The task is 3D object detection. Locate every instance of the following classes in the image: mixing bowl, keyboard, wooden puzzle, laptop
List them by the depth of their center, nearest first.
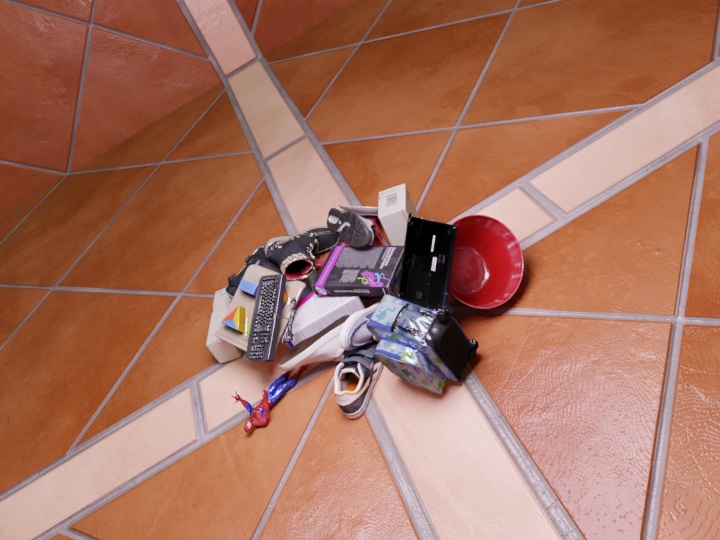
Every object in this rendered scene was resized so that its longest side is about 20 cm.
[{"bbox_3d":[0.141,-0.022,1.427,0.197,0.182,0.102,15,13,42],"label":"laptop"},{"bbox_3d":[0.246,-0.009,1.459,0.200,0.201,0.108,-42,-1,-16],"label":"mixing bowl"},{"bbox_3d":[-0.196,0.104,1.496,0.124,0.021,0.205,-4,68,27],"label":"keyboard"},{"bbox_3d":[-0.244,0.088,1.565,0.182,0.046,0.203,18,73,34],"label":"wooden puzzle"}]

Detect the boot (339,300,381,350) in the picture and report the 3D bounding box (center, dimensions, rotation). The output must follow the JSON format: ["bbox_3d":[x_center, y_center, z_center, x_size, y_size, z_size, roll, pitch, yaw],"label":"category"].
[{"bbox_3d":[0.042,0.122,1.473,0.089,0.075,0.199,10,29,36],"label":"boot"}]

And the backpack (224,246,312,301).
[{"bbox_3d":[-0.221,0.057,1.694,0.197,0.155,0.176,17,57,43],"label":"backpack"}]

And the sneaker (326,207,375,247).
[{"bbox_3d":[0.007,-0.106,1.639,0.200,0.113,0.078,35,114,55],"label":"sneaker"}]

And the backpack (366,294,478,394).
[{"bbox_3d":[0.108,0.145,1.352,0.198,0.183,0.149,21,72,43],"label":"backpack"}]

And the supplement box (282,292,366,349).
[{"bbox_3d":[-0.085,0.114,1.583,0.197,0.104,0.102,-30,36,2],"label":"supplement box"}]

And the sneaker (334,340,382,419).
[{"bbox_3d":[-0.004,0.213,1.438,0.077,0.080,0.203,-10,40,25],"label":"sneaker"}]

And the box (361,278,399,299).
[{"bbox_3d":[0.071,0.018,1.603,0.196,0.083,0.050,-6,42,29],"label":"box"}]

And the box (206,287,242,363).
[{"bbox_3d":[-0.349,0.138,1.751,0.067,0.083,0.202,-19,37,12],"label":"box"}]

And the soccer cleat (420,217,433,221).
[{"bbox_3d":[0.177,-0.081,1.567,0.085,0.200,0.069,41,97,13],"label":"soccer cleat"}]

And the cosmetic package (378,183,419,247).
[{"bbox_3d":[0.110,-0.094,1.606,0.071,0.202,0.105,-16,40,17],"label":"cosmetic package"}]

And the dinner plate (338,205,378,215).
[{"bbox_3d":[0.037,-0.161,1.792,0.194,0.025,0.200,2,7,0],"label":"dinner plate"}]

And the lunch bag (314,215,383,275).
[{"bbox_3d":[-0.023,-0.056,1.758,0.172,0.083,0.202,-2,44,25],"label":"lunch bag"}]

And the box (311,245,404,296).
[{"bbox_3d":[0.000,0.000,1.553,0.195,0.037,0.144,-1,41,27],"label":"box"}]

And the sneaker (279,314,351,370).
[{"bbox_3d":[-0.087,0.188,1.509,0.197,0.086,0.073,-30,18,-1],"label":"sneaker"}]

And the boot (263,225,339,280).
[{"bbox_3d":[-0.124,-0.041,1.633,0.199,0.075,0.154,-13,28,-19],"label":"boot"}]

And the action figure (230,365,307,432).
[{"bbox_3d":[-0.211,0.268,1.503,0.064,0.100,0.202,10,55,41],"label":"action figure"}]
